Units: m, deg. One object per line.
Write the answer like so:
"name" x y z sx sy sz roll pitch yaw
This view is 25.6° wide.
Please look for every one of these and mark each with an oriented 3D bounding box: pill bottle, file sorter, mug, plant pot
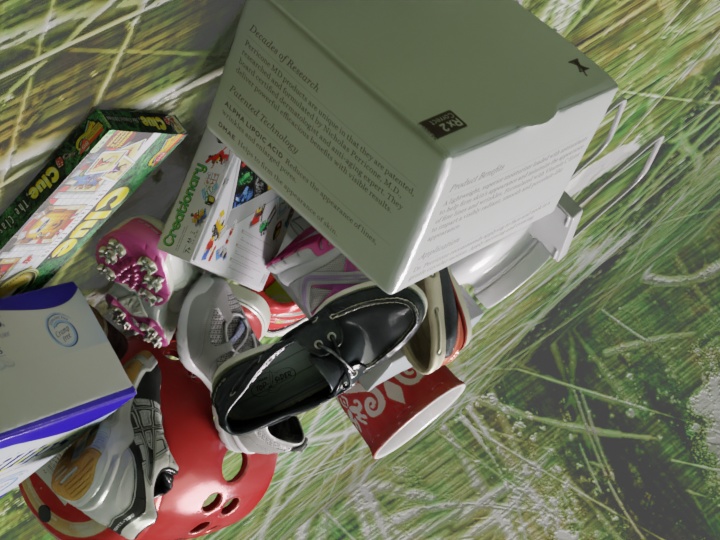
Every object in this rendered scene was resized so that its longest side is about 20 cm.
"pill bottle" 0.079 -0.066 1.427 0.112 0.200 0.112 -40 -178 2
"file sorter" 0.165 -0.137 1.476 0.124 0.200 0.139 -41 168 -10
"mug" 0.004 0.105 1.833 0.133 0.200 0.178 -34 167 -21
"plant pot" -0.203 0.160 1.454 0.200 0.201 0.182 -46 163 28

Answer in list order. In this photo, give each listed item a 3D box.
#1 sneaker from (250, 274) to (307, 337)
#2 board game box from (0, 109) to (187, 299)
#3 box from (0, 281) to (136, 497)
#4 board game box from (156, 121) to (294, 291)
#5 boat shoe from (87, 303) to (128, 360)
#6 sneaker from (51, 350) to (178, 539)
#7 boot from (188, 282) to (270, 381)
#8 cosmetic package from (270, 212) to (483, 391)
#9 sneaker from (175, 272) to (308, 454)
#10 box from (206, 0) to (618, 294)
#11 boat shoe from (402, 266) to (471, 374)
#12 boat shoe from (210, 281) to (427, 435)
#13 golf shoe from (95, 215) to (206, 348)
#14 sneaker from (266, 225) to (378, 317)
"sneaker" -0.033 0.000 1.662 0.200 0.077 0.085 -35 161 -19
"board game box" -0.217 -0.039 1.133 0.200 0.023 0.105 -44 168 21
"box" -0.304 0.113 1.169 0.200 0.105 0.184 -37 170 29
"board game box" -0.094 -0.056 1.266 0.200 0.034 0.127 34 78 -76
"boat shoe" -0.278 0.115 1.338 0.200 0.072 0.072 -45 141 0
"sneaker" -0.187 0.143 1.277 0.076 0.088 0.200 -40 -163 24
"boot" -0.154 0.106 1.562 0.200 0.072 0.145 122 -8 -59
"cosmetic package" 0.000 0.000 1.464 0.151 0.200 0.052 -26 161 -47
"sneaker" -0.094 0.080 1.350 0.075 0.082 0.200 -60 145 -36
"box" 0.036 -0.118 1.124 0.199 0.200 0.131 -25 150 -43
"boat shoe" 0.036 -0.009 1.369 0.071 0.201 0.063 -14 -167 39
"boat shoe" -0.035 0.075 1.265 0.199 0.075 0.066 -23 -154 14
"golf shoe" -0.166 -0.010 1.300 0.092 0.075 0.200 -53 174 -22
"sneaker" 0.019 -0.011 1.296 0.200 0.088 0.081 -23 -165 42
